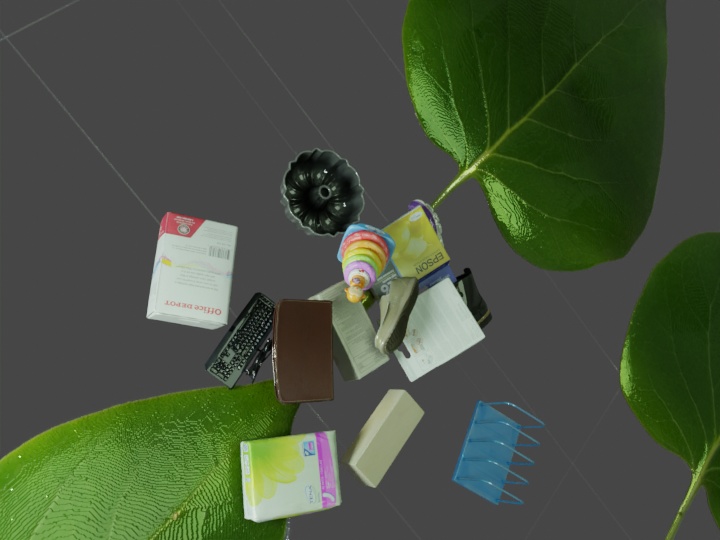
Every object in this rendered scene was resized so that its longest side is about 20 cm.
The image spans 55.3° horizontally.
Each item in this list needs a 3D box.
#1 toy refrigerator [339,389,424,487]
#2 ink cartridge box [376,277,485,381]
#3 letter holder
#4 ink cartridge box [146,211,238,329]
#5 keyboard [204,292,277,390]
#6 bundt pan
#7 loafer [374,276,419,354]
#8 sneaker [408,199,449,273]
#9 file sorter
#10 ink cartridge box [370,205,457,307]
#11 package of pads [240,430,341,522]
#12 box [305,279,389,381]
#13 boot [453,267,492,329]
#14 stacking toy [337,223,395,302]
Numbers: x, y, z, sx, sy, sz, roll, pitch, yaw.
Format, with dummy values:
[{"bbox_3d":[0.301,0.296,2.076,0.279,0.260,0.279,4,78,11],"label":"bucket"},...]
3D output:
[{"bbox_3d":[0.047,0.360,1.489,0.076,0.070,0.201,48,61,-18],"label":"toy refrigerator"},{"bbox_3d":[0.158,0.135,1.559,0.198,0.047,0.161,-30,78,-6],"label":"ink cartridge box"},{"bbox_3d":[-0.139,0.163,1.387,0.141,0.100,0.203,4,81,-41],"label":"letter holder"},{"bbox_3d":[-0.331,0.003,1.356,0.146,0.085,0.203,13,74,-26],"label":"ink cartridge box"},{"bbox_3d":[-0.223,0.146,1.408,0.104,0.040,0.201,39,64,-15],"label":"keyboard"},{"bbox_3d":[-0.094,-0.163,1.529,0.199,0.076,0.205,7,75,-28],"label":"bundt pan"},{"bbox_3d":[0.070,0.096,1.503,0.076,0.067,0.201,73,35,-45],"label":"loafer"},{"bbox_3d":[0.151,-0.071,1.643,0.082,0.080,0.203,-14,86,-24],"label":"sneaker"},{"bbox_3d":[0.327,0.422,1.595,0.138,0.122,0.202,32,66,-18],"label":"file sorter"},{"bbox_3d":[0.103,-0.013,1.587,0.196,0.047,0.202,-32,93,-11],"label":"ink cartridge box"},{"bbox_3d":[-0.139,0.410,1.375,0.197,0.068,0.157,1,77,-28],"label":"package of pads"},{"bbox_3d":[-0.029,0.130,1.494,0.094,0.078,0.202,-26,91,-31],"label":"box"},{"bbox_3d":[0.224,0.099,1.630,0.200,0.077,0.140,-39,112,-43],"label":"boot"},{"bbox_3d":[0.000,0.000,1.440,0.115,0.111,0.201,21,35,-3],"label":"stacking toy"}]
